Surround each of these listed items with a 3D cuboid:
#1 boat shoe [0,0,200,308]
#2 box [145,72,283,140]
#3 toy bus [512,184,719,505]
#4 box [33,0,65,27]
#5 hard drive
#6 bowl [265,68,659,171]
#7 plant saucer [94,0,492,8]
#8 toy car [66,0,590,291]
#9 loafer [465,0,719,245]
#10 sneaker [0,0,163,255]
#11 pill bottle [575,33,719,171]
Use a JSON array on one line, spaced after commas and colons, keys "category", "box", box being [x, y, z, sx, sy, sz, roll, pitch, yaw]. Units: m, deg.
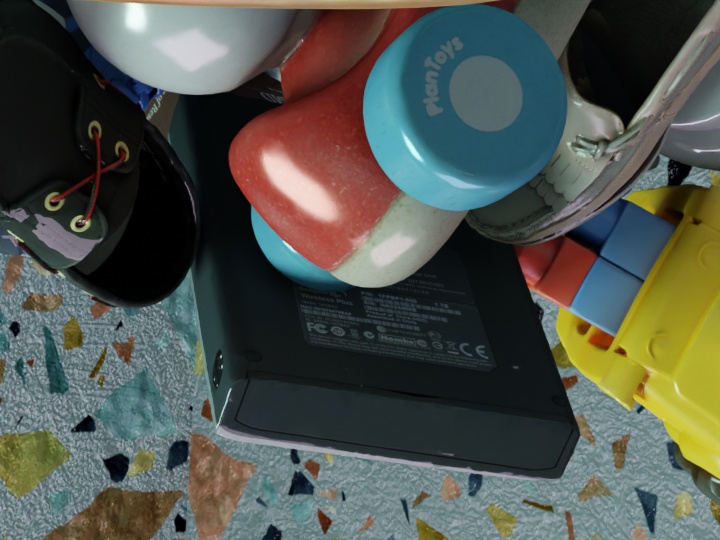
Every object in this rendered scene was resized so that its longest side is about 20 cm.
[{"category": "boat shoe", "box": [-0.105, -0.042, 0.771, 0.063, 0.074, 0.201, 27, 169, 18]}, {"category": "box", "box": [-0.103, -0.100, 1.079, 0.200, 0.075, 0.100, 44, -160, 30]}, {"category": "toy bus", "box": [0.149, 0.022, 0.981, 0.191, 0.136, 0.200, 28, -178, -3]}, {"category": "box", "box": [-0.261, -0.068, 0.824, 0.199, 0.172, 0.200, 31, 167, -31]}, {"category": "hard drive", "box": [0.000, 0.000, 0.882, 0.139, 0.033, 0.200, 9, -146, -17]}, {"category": "bowl", "box": [0.056, -0.117, 1.036, 0.200, 0.091, 0.201, 13, -169, -3]}, {"category": "plant saucer", "box": [-0.054, -0.091, 0.527, 0.199, 0.038, 0.200, 2, -179, 0]}, {"category": "toy car", "box": [-0.026, -0.112, 0.756, 0.199, 0.178, 0.184, 32, 163, -9]}, {"category": "loafer", "box": [0.098, -0.084, 0.823, 0.200, 0.072, 0.063, -46, 163, 27]}, {"category": "sneaker", "box": [-0.104, -0.092, 0.907, 0.078, 0.201, 0.066, 10, 146, 0]}, {"category": "pill bottle", "box": [0.166, -0.102, 0.941, 0.119, 0.121, 0.200, 5, -177, 26]}]
